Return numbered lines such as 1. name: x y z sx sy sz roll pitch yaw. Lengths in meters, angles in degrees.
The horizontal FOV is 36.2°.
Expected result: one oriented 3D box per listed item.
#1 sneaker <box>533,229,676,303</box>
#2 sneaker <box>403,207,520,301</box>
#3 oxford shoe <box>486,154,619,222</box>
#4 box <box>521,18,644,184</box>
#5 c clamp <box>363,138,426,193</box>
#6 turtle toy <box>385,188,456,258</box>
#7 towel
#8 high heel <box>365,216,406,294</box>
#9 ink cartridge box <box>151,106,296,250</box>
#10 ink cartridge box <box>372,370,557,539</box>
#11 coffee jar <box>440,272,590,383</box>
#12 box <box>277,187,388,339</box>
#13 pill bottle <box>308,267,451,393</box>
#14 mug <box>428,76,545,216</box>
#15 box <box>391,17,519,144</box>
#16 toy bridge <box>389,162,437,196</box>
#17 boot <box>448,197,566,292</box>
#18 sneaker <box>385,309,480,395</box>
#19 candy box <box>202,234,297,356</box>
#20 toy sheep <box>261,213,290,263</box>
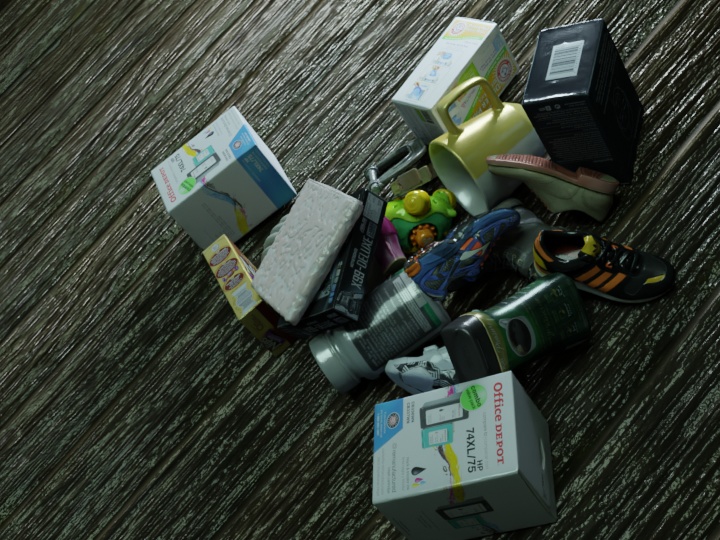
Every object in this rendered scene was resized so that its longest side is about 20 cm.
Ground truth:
1. sneaker: 0.331 -0.011 1.505 0.197 0.090 0.071 11 69 18
2. sneaker: 0.155 -0.026 1.599 0.199 0.079 0.075 -33 8 -16
3. oxford shoe: 0.277 -0.123 1.628 0.197 0.075 0.071 17 20 12
4. box: 0.335 -0.244 1.643 0.106 0.200 0.150 -4 52 33
5. c clamp: 0.040 -0.167 1.858 0.170 0.027 0.200 -36 12 13
6. turtle toy: 0.064 -0.067 1.750 0.197 0.145 0.103 -10 90 29
7. towel: -0.083 -0.032 1.654 0.202 0.032 0.191 -61 27 1
8. high heel: 0.000 0.000 1.716 0.201 0.067 0.097 -56 50 45
9. ink cartridge box: -0.251 -0.159 2.012 0.199 0.146 0.147 -37 42 3
10. ink cartridge box: 0.134 0.247 1.421 0.197 0.146 0.148 -17 47 22
11. coffee jar: 0.206 0.085 1.480 0.198 0.106 0.085 -22 2 -25
12. box: -0.042 -0.009 1.651 0.157 0.049 0.203 -20 49 52
13. pill bottle: 0.028 0.090 1.649 0.199 0.113 0.114 -35 43 4
14. mug: 0.207 -0.193 1.718 0.152 0.187 0.150 -37 61 -10
15. box: 0.165 -0.320 1.889 0.101 0.113 0.201 22 70 45
16. toy bridge: 0.083 -0.145 1.781 0.067 0.028 0.200 -27 2 15
17. boot: 0.228 -0.013 1.628 0.200 0.069 0.174 -45 44 -5
18. sneaker: 0.137 0.122 1.579 0.197 0.075 0.116 3 57 30
19. candy box: -0.185 0.039 1.838 0.056 0.117 0.200 -39 43 1
20. toy sheep: -0.096 -0.025 1.808 0.136 0.138 0.202 -5 51 31
